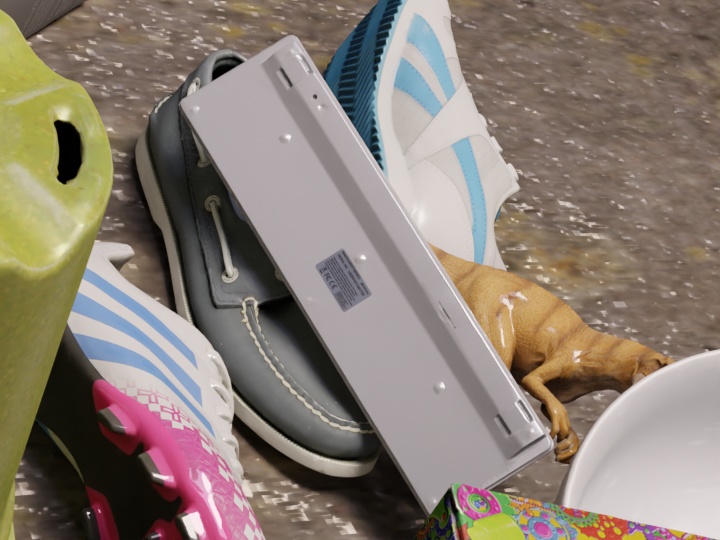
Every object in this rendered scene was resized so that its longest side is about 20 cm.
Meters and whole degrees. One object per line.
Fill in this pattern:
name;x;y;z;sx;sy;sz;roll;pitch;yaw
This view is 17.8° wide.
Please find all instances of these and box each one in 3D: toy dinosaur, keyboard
toy dinosaur;0.047;0.021;0.922;0.199;0.107;0.060;33;11;23
keyboard;0.000;0.000;0.898;0.201;0.056;0.011;58;1;17

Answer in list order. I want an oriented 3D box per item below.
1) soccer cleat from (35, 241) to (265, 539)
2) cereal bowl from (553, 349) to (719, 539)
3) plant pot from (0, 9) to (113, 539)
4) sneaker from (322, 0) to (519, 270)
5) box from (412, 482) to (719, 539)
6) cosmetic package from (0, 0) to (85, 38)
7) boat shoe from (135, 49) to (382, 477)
soccer cleat;-0.068;0.060;0.823;0.086;0.070;0.200;-8;51;-43
cereal bowl;0.154;0.129;0.807;0.198;0.084;0.201;8;50;-9
plant pot;-0.168;0.013;0.700;0.199;0.185;0.201;20;37;-16
sneaker;0.025;-0.054;1.040;0.080;0.077;0.201;27;41;-23
box;0.049;0.204;0.635;0.121;0.193;0.201;14;40;-24
cosmetic package;-0.186;-0.141;0.960;0.107;0.090;0.200;38;38;7
boat shoe;-0.036;-0.007;0.935;0.072;0.062;0.201;5;44;-37
